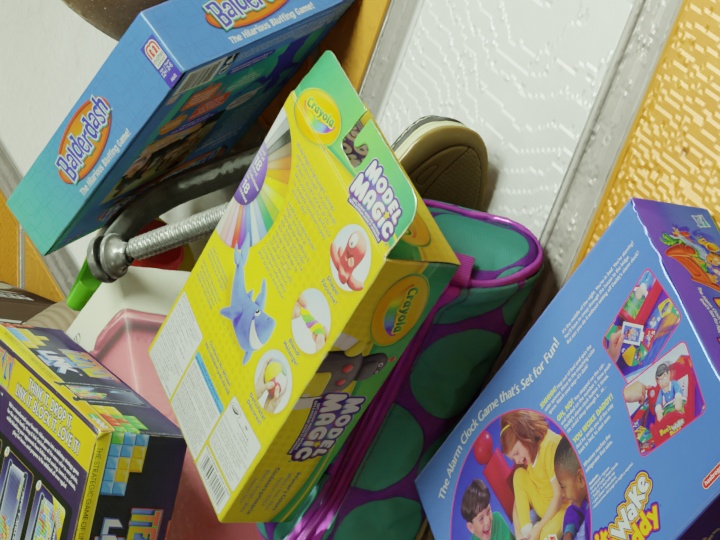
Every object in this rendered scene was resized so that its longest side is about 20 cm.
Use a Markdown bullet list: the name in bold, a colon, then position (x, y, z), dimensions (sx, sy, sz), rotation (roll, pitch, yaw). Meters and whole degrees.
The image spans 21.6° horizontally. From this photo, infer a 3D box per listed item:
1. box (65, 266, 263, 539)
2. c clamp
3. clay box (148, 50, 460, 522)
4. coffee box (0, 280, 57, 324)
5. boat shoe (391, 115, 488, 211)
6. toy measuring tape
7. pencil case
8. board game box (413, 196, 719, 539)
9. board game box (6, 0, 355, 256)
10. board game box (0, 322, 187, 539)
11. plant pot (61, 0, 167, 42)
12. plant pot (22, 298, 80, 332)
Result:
- **box**: position (-0.105, 0.116, 1.099), dimensions (0.128, 0.109, 0.201), rotation (-49, 45, 44)
- **c clamp**: position (-0.079, -0.038, 1.045), dimensions (0.199, 0.027, 0.171), rotation (-16, 24, 33)
- **clay box**: position (-0.026, 0.010, 0.878), dimensions (0.200, 0.047, 0.115), rotation (-57, 44, 32)
- **coffee box**: position (-0.316, 0.046, 1.463), dimensions (0.200, 0.114, 0.080), rotation (14, 96, 58)
- **boat shoe**: position (0.000, 0.000, 0.981), dimensions (0.201, 0.073, 0.065), rotation (-62, 35, 23)
- **toy measuring tape**: position (-0.132, -0.025, 1.224), dimensions (0.074, 0.073, 0.200), rotation (-49, 17, 43)
- **pencil case**: position (0.015, 0.061, 0.928), dimensions (0.085, 0.092, 0.201), rotation (29, 117, 14)
- **board game box**: position (0.105, 0.086, 0.815), dimensions (0.200, 0.045, 0.135), rotation (-56, 40, 37)
- **board game box**: position (-0.106, -0.100, 1.107), dimensions (0.045, 0.152, 0.200), rotation (52, 136, 7)
- **board game box**: position (-0.171, 0.136, 1.046), dimensions (0.200, 0.056, 0.166), rotation (29, 107, 58)
- **plant pot**: position (-0.089, -0.258, 1.110), dimensions (0.200, 0.187, 0.187), rotation (-40, 49, 29)
- **plant pot**: position (-0.208, 0.104, 1.291), dimensions (0.201, 0.092, 0.202), rotation (-16, 71, 56)
